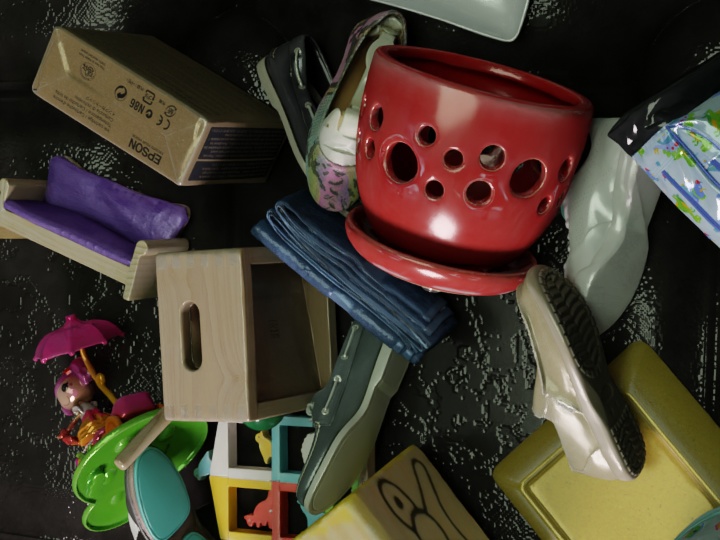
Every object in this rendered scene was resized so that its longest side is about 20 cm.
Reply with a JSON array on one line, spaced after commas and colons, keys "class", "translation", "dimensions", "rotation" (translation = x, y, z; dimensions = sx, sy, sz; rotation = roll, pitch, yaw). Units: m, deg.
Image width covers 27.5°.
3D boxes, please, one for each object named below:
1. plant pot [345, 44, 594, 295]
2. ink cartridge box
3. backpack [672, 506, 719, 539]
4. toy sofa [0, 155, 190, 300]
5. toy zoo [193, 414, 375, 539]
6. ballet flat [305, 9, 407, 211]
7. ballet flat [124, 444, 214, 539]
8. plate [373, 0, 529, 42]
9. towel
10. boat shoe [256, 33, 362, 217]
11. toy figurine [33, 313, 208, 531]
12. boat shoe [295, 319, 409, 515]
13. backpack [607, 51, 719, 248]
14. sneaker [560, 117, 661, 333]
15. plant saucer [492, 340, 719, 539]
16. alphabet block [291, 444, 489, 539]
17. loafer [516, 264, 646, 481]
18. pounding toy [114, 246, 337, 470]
[{"class": "plant pot", "translation": [0.088, -0.088, 1.299], "dimensions": [0.199, 0.200, 0.184], "rotation": [22, 110, 23]}, {"class": "ink cartridge box", "translation": [-0.192, -0.161, 1.444], "dimensions": [0.199, 0.164, 0.075], "rotation": [32, 107, 22]}, {"class": "backpack", "translation": [0.328, 0.290, 1.206], "dimensions": [0.200, 0.153, 0.176], "rotation": [37, 110, -6]}, {"class": "toy sofa", "translation": [-0.281, -0.049, 1.536], "dimensions": [0.199, 0.083, 0.098], "rotation": [23, 103, 23]}, {"class": "toy zoo", "translation": [-0.078, 0.210, 1.481], "dimensions": [0.199, 0.020, 0.132], "rotation": [0, 92, 26]}, {"class": "ballet flat", "translation": [-0.002, -0.155, 1.368], "dimensions": [0.069, 0.071, 0.201], "rotation": [20, 74, -7]}, {"class": "ballet flat", "translation": [-0.194, 0.263, 1.484], "dimensions": [0.068, 0.068, 0.201], "rotation": [-9, 115, 46]}, {"class": "plate", "translation": [0.085, -0.333, 1.370], "dimensions": [0.198, 0.032, 0.201], "rotation": [20, 100, 18]}, {"class": "towel", "translation": [0.000, 0.000, 1.370], "dimensions": [0.200, 0.112, 0.049], "rotation": [38, 111, 7]}, {"class": "boat shoe", "translation": [-0.031, -0.138, 1.419], "dimensions": [0.063, 0.073, 0.201], "rotation": [-36, 72, 25]}, {"class": "toy figurine", "translation": [-0.273, 0.141, 1.536], "dimensions": [0.184, 0.149, 0.201], "rotation": [54, 137, 29]}, {"class": "boat shoe", "translation": [-0.016, 0.134, 1.394], "dimensions": [0.061, 0.073, 0.201], "rotation": [20, 73, 26]}, {"class": "backpack", "translation": [0.331, -0.084, 1.203], "dimensions": [0.201, 0.163, 0.154], "rotation": [59, 152, 0]}, {"class": "sneaker", "translation": [0.208, -0.038, 1.317], "dimensions": [0.088, 0.075, 0.201], "rotation": [24, 101, 40]}, {"class": "plant saucer", "translation": [0.237, 0.200, 1.313], "dimensions": [0.200, 0.048, 0.200], "rotation": [-45, 73, 19]}, {"class": "alphabet block", "translation": [0.016, 0.308, 1.331], "dimensions": [0.196, 0.195, 0.200], "rotation": [-40, 82, 19]}, {"class": "loafer", "translation": [0.175, 0.094, 1.262], "dimensions": [0.068, 0.076, 0.201], "rotation": [-22, 92, 31]}, {"class": "pounding toy", "translation": [-0.128, 0.080, 1.408], "dimensions": [0.141, 0.184, 0.202], "rotation": [-2, 91, 32]}]
